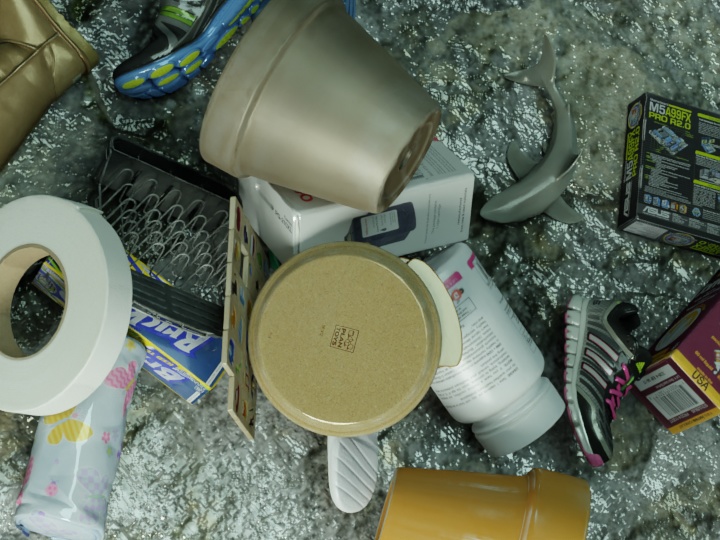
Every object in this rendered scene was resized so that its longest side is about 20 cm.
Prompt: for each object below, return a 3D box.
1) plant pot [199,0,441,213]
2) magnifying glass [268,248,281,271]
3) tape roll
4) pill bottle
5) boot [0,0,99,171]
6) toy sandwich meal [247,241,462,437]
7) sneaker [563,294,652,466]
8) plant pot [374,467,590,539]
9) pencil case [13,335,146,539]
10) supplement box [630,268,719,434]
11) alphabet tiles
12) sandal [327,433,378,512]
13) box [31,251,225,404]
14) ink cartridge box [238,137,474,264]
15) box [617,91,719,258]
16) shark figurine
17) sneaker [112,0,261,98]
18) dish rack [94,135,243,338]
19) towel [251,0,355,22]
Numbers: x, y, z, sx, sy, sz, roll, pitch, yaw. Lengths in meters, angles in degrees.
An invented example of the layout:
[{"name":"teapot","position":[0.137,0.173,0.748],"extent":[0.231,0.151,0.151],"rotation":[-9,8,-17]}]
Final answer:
[{"name":"plant pot","position":[-0.027,-0.145,1.576],"extent":[0.173,0.200,0.200],"rotation":[33,63,10]},{"name":"magnifying glass","position":[0.000,0.000,1.746],"extent":[0.200,0.022,0.080],"rotation":[19,67,-16]},{"name":"tape roll","position":[-0.294,0.031,1.532],"extent":[0.037,0.202,0.203],"rotation":[16,63,-55]},{"name":"pill bottle","position":[0.115,0.083,1.706],"extent":[0.113,0.113,0.200],"rotation":[-39,99,-27]},{"name":"boot","position":[-0.376,-0.196,1.638],"extent":[0.175,0.066,0.200],"rotation":[43,65,-4]},{"name":"toy sandwich meal","position":[-0.008,0.061,1.606],"extent":[0.205,0.070,0.206],"rotation":[0,90,3]},{"name":"sneaker","position":[0.261,0.109,1.753],"extent":[0.087,0.074,0.200],"rotation":[-7,53,15]},{"name":"plant pot","position":[0.105,0.274,1.616],"extent":[0.183,0.200,0.201],"rotation":[16,67,0]},{"name":"pencil case","position":[-0.257,0.153,1.558],"extent":[0.083,0.091,0.200],"rotation":[4,68,17]},{"name":"supplement box","position":[0.394,0.073,1.827],"extent":[0.086,0.110,0.200],"rotation":[46,63,-1]},{"name":"alphabet tiles","position":[-0.110,0.053,1.610],"extent":[0.008,0.167,0.200],"rotation":[-1,68,8]},{"name":"sandal","position":[-0.022,0.136,1.669],"extent":[0.079,0.059,0.207],"rotation":[17,73,-44]},{"name":"box","position":[-0.215,0.041,1.621],"extent":[0.200,0.070,0.064],"rotation":[37,63,-7]},{"name":"ink cartridge box","position":[-0.008,-0.079,1.696],"extent":[0.200,0.084,0.145],"rotation":[-14,37,-24]},{"name":"box","position":[0.397,-0.101,1.921],"extent":[0.200,0.044,0.161],"rotation":[14,68,-17]},{"name":"shark figurine","position":[0.217,-0.140,1.841],"extent":[0.128,0.089,0.215],"rotation":[20,69,-16]},{"name":"sneaker","position":[-0.182,-0.254,1.725],"extent":[0.083,0.071,0.200],"rotation":[40,77,12]},{"name":"dish rack","position":[-0.182,-0.026,1.605],"extent":[0.153,0.055,0.200],"rotation":[23,34,-28]},{"name":"towel","position":[-0.061,-0.245,1.754],"extent":[0.111,0.049,0.200],"rotation":[2,59,0]}]
